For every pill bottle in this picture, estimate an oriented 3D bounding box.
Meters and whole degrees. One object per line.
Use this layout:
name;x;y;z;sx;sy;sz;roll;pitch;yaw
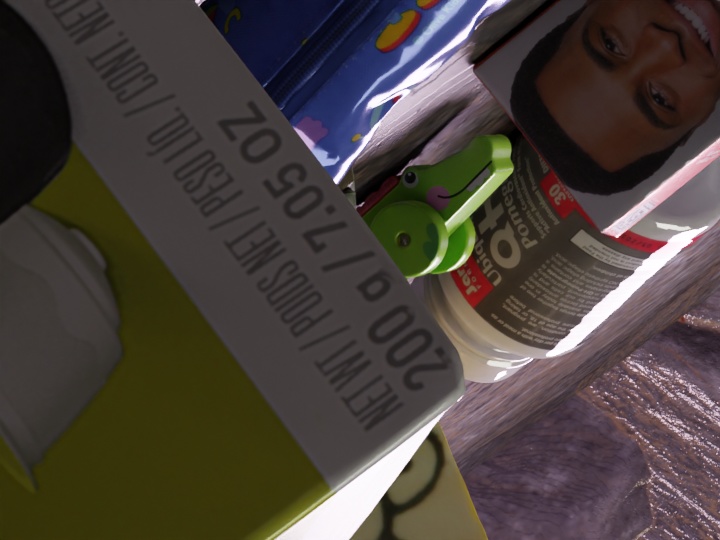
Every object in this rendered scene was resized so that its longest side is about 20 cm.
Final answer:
pill bottle;0.110;-0.020;1.595;0.111;0.111;0.200;-30;169;-43

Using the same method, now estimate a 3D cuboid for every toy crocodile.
toy crocodile;0.000;0.000;1.443;0.200;0.062;0.067;-46;169;20

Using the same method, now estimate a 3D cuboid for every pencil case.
pencil case;-0.001;-0.080;0.889;0.200;0.078;0.087;-44;-167;29

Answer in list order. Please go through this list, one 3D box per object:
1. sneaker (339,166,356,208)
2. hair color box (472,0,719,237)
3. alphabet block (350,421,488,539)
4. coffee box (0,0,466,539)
sneaker;-0.044;-0.023;1.097;0.090;0.067;0.200;-45;173;-3
hair color box;0.162;-0.115;1.328;0.200;0.102;0.061;-40;172;8
alphabet block;-0.053;0.179;1.547;0.200;0.196;0.196;-15;165;-23
coffee box;-0.136;0.022;0.437;0.198;0.200;0.200;-35;172;-21
